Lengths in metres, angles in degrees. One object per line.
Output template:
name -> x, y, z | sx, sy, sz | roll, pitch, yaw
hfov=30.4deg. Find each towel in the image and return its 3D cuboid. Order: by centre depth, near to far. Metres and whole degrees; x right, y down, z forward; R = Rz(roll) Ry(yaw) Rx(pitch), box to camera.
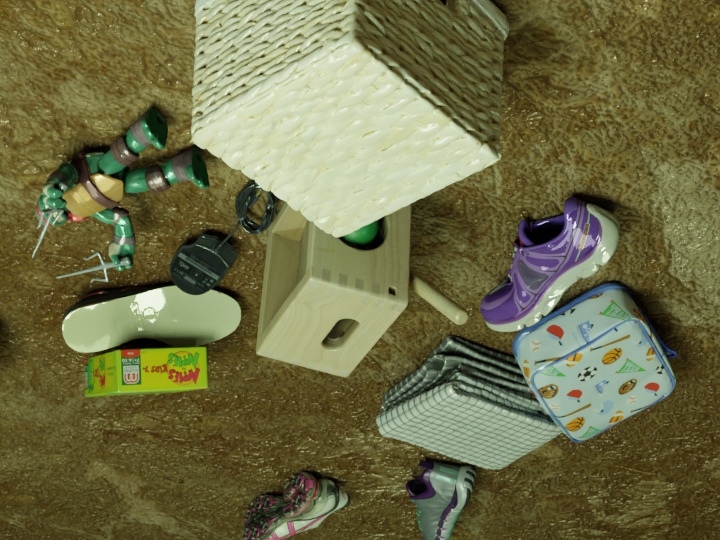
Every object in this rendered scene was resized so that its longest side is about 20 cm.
towel -> 0.138, 0.165, 1.622 | 0.199, 0.086, 0.165 | 20, 145, -25

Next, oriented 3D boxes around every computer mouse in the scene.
computer mouse -> -0.142, -0.038, 1.393 | 0.058, 0.034, 0.200 | 35, 133, -14

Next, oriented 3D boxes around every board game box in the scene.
board game box -> -0.251, 0.118, 1.528 | 0.101, 0.048, 0.200 | -1, 174, -22

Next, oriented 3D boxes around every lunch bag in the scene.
lunch bag -> 0.271, 0.106, 1.502 | 0.160, 0.076, 0.200 | -32, 140, 8

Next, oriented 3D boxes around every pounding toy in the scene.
pounding toy -> 0.000, 0.000, 1.290 | 0.141, 0.185, 0.200 | 15, 145, -17

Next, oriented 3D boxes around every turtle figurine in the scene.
turtle figurine -> -0.254, -0.073, 1.283 | 0.199, 0.101, 0.150 | -29, 152, 18

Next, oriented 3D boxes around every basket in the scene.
basket -> -0.012, -0.159, 1.077 | 0.199, 0.162, 0.198 | -23, 139, 36

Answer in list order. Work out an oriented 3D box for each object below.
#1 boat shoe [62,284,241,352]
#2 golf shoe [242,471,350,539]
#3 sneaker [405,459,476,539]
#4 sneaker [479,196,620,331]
boat shoe -> -0.237, 0.050, 1.505 | 0.200, 0.063, 0.074 | -6, 104, -6
golf shoe -> -0.099, 0.363, 1.948 | 0.092, 0.073, 0.200 | 24, 141, -30
sneaker -> 0.101, 0.330, 1.899 | 0.087, 0.075, 0.201 | 19, 136, 1
sneaker -> 0.183, -0.013, 1.375 | 0.083, 0.081, 0.200 | 32, 132, -12
